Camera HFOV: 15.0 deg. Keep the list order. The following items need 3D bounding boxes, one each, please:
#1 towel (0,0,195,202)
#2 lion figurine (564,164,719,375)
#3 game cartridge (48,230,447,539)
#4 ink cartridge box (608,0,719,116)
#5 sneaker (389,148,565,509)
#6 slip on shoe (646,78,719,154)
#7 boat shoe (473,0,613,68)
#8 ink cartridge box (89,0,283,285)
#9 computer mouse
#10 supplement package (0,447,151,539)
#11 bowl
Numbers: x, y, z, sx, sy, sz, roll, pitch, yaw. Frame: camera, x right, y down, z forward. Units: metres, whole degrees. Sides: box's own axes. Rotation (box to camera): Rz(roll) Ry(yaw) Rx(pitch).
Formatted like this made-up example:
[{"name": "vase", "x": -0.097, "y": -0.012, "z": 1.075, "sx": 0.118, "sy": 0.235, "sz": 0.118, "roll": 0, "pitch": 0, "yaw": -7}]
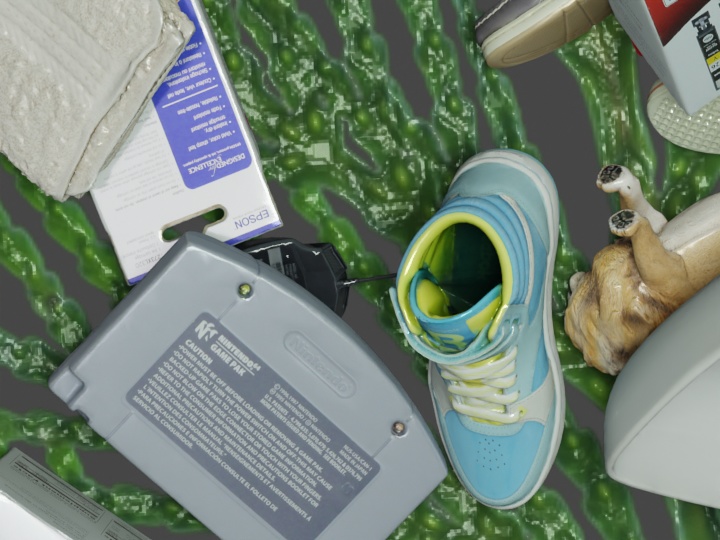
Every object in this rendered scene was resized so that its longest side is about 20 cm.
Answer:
[{"name": "towel", "x": -0.193, "y": -0.143, "z": 1.477, "sx": 0.200, "sy": 0.034, "sz": 0.133, "roll": 39, "pitch": 112, "yaw": 11}, {"name": "lion figurine", "x": 0.194, "y": -0.021, "z": 1.469, "sx": 0.199, "sy": 0.073, "sz": 0.123, "roll": -25, "pitch": 131, "yaw": 6}, {"name": "game cartridge", "x": -0.054, "y": 0.077, "z": 1.495, "sx": 0.200, "sy": 0.041, "sz": 0.133, "roll": 43, "pitch": 101, "yaw": -17}, {"name": "ink cartridge box", "x": 0.223, "y": -0.181, "z": 1.408, "sx": 0.199, "sy": 0.176, "sz": 0.084, "roll": -33, "pitch": 58, "yaw": 2}, {"name": "sneaker", "x": 0.058, "y": 0.046, "z": 1.446, "sx": 0.079, "sy": 0.131, "sz": 0.202, "roll": 2, "pitch": 107, "yaw": 18}, {"name": "slip on shoe", "x": 0.249, "y": -0.119, "z": 1.483, "sx": 0.199, "sy": 0.061, "sz": 0.074, "roll": -22, "pitch": 131, "yaw": 14}, {"name": "boat shoe", "x": 0.138, "y": -0.187, "z": 1.477, "sx": 0.200, "sy": 0.072, "sz": 0.065, "roll": -38, "pitch": 79, "yaw": 8}, {"name": "ink cartridge box", "x": -0.120, "y": -0.102, "z": 1.507, "sx": 0.094, "sy": 0.037, "sz": 0.201, "roll": -21, "pitch": 91, "yaw": 4}, {"name": "computer mouse", "x": 0.000, "y": 0.000, "z": 1.516, "sx": 0.198, "sy": 0.034, "sz": 0.059, "roll": -9, "pitch": 109, "yaw": -4}, {"name": "supplement package", "x": -0.158, "y": 0.222, "z": 1.495, "sx": 0.199, "sy": 0.111, "sz": 0.156, "roll": 34, "pitch": 95, "yaw": 0}, {"name": "bowl", "x": 0.240, "y": 0.048, "z": 1.427, "sx": 0.199, "sy": 0.200, "sz": 0.075, "roll": 13, "pitch": 53, "yaw": -29}]
